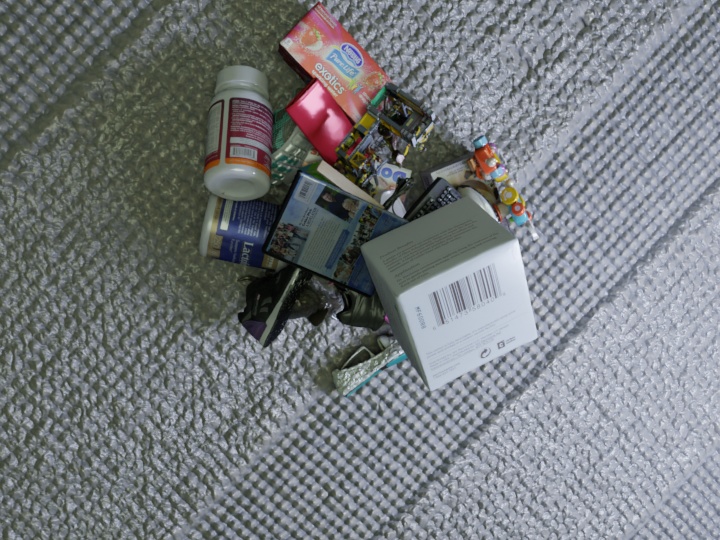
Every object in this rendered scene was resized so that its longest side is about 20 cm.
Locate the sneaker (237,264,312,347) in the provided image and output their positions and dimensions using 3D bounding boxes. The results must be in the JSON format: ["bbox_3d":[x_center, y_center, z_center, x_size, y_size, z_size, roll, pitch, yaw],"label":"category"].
[{"bbox_3d":[-0.154,0.037,1.175,0.087,0.076,0.201,37,120,9],"label":"sneaker"}]

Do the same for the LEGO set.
[{"bbox_3d":[0.054,-0.201,1.144,0.116,0.154,0.200,38,77,18],"label":"LEGO set"}]

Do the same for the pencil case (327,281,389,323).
[{"bbox_3d":[0.038,0.039,1.266,0.199,0.091,0.094,34,58,-10],"label":"pencil case"}]

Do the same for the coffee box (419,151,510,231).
[{"bbox_3d":[0.199,-0.104,1.270,0.112,0.080,0.202,-22,101,-6],"label":"coffee box"}]

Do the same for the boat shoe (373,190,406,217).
[{"bbox_3d":[0.074,-0.052,1.217,0.070,0.069,0.202,-13,83,-22],"label":"boat shoe"}]

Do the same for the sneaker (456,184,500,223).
[{"bbox_3d":[0.198,-0.046,1.201,0.093,0.070,0.201,-29,105,-8],"label":"sneaker"}]

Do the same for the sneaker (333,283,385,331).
[{"bbox_3d":[0.000,0.000,1.178,0.090,0.076,0.203,4,81,-15],"label":"sneaker"}]

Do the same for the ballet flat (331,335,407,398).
[{"bbox_3d":[0.032,0.162,1.296,0.199,0.072,0.072,-32,102,-3],"label":"ballet flat"}]

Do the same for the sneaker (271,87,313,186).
[{"bbox_3d":[-0.132,-0.234,1.211,0.200,0.077,0.091,-45,63,11],"label":"sneaker"}]

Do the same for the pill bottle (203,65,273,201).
[{"bbox_3d":[-0.199,-0.227,1.144,0.108,0.110,0.203,3,70,-9],"label":"pill bottle"}]

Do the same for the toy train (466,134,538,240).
[{"bbox_3d":[0.229,-0.139,1.166,0.055,0.151,0.201,-26,110,19],"label":"toy train"}]

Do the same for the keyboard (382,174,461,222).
[{"bbox_3d":[0.077,-0.075,1.150,0.127,0.021,0.200,41,85,-6],"label":"keyboard"}]

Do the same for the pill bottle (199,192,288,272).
[{"bbox_3d":[-0.172,-0.062,1.203,0.197,0.116,0.117,12,97,-10],"label":"pill bottle"}]

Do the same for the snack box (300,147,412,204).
[{"bbox_3d":[-0.010,-0.174,1.256,0.198,0.024,0.073,14,95,-10],"label":"snack box"}]

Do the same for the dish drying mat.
[{"bbox_3d":[-0.048,-0.229,1.170,0.077,0.018,0.200,-48,135,-7],"label":"dish drying mat"}]

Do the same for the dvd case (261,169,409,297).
[{"bbox_3d":[-0.039,-0.054,1.092,0.198,0.018,0.144,23,107,-18],"label":"dvd case"}]

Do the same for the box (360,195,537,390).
[{"bbox_3d":[0.136,0.032,1.071,0.197,0.172,0.202,-25,124,-7],"label":"box"}]

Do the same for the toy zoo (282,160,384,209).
[{"bbox_3d":[-0.055,-0.128,1.171,0.131,0.200,0.021,35,76,-20],"label":"toy zoo"}]

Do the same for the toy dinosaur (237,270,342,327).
[{"bbox_3d":[-0.128,0.052,1.244,0.197,0.077,0.104,4,114,-2],"label":"toy dinosaur"}]

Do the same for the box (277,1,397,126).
[{"bbox_3d":[-0.040,-0.345,1.188,0.100,0.095,0.200,-45,102,-1],"label":"box"}]
